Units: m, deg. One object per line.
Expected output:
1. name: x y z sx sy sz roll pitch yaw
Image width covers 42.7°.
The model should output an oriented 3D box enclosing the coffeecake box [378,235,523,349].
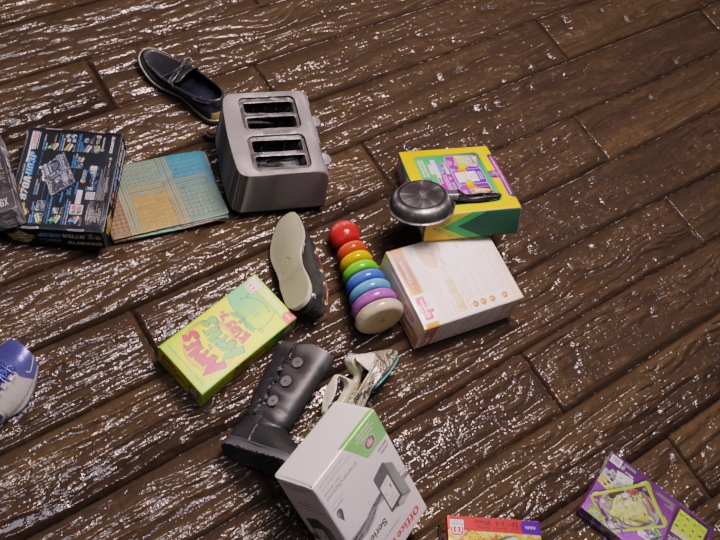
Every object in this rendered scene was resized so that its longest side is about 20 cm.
1. coffeecake box: 0.150 0.025 1.560 0.197 0.073 0.155 -16 64 -23

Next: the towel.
1. towel: -0.335 -0.126 1.545 0.197 0.022 0.148 -14 64 -21

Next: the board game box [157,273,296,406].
1. board game box: -0.205 0.105 1.427 0.102 0.048 0.199 44 59 12

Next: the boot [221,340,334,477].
1. boot: -0.091 0.206 1.367 0.162 0.066 0.201 17 52 22

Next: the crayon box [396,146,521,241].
1. crayon box: 0.169 -0.139 1.624 0.169 0.059 0.201 -6 40 -10

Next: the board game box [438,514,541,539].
1. board game box: 0.193 0.464 1.329 0.149 0.046 0.203 6 59 -12

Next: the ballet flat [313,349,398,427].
1. ballet flat: -0.010 0.179 1.422 0.075 0.068 0.201 44 58 -16

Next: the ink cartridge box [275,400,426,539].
1. ink cartridge box: -0.008 0.308 1.275 0.146 0.083 0.202 -48 123 -32

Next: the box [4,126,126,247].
1. box: -0.472 -0.136 1.483 0.156 0.046 0.203 3 59 -4

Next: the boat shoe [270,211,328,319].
1. boat shoe: -0.100 -0.008 1.520 0.063 0.073 0.204 33 31 -44

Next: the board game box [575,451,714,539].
1. board game box: 0.450 0.395 1.454 0.199 0.032 0.120 38 53 9

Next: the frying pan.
1. frying pan: 0.138 -0.111 1.525 0.186 0.031 0.116 5 41 9

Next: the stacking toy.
1. stacking toy: 0.000 0.000 1.532 0.084 0.086 0.202 -11 60 -21

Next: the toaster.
1. toaster: -0.159 -0.202 1.581 0.196 0.119 0.183 -6 61 -18

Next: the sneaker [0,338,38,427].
1. sneaker: -0.516 0.176 1.257 0.080 0.116 0.201 27 57 1

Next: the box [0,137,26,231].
1. box: -0.628 -0.114 1.406 0.197 0.050 0.159 -21 63 -12

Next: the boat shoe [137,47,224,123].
1. boat shoe: -0.317 -0.344 1.654 0.199 0.063 0.075 39 59 10
